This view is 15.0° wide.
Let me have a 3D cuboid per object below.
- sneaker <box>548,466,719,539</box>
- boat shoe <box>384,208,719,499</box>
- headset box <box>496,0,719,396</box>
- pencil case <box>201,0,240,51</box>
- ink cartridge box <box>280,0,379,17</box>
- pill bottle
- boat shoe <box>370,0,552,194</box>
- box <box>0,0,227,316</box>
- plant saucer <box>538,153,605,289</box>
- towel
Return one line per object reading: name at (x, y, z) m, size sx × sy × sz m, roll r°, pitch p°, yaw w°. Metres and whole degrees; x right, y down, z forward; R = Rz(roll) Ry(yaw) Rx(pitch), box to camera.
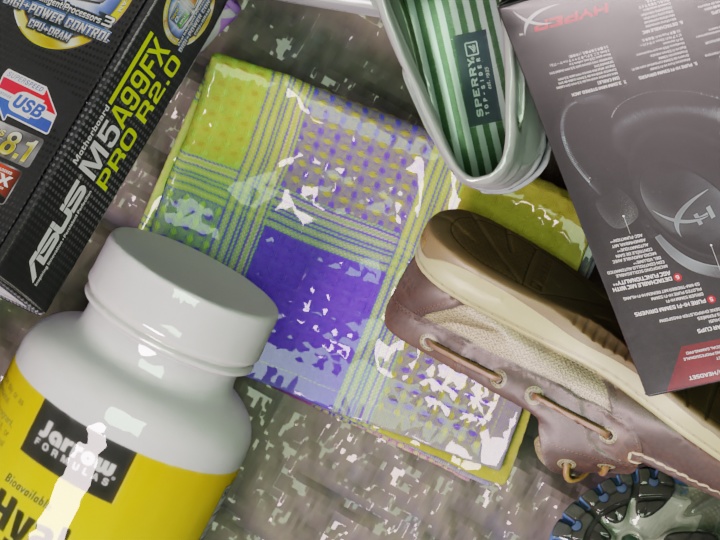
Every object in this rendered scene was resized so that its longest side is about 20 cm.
sneaker at (0.171, 0.104, 1.235) m, size 0.199 × 0.085 × 0.077 m, roll -21°, pitch 69°, yaw -10°
boat shoe at (0.100, 0.055, 1.181) m, size 0.199 × 0.072 × 0.072 m, roll 32°, pitch 115°, yaw 1°
headset box at (0.163, -0.047, 1.095) m, size 0.148 × 0.077 × 0.201 m, roll -14°, pitch 112°, yaw 27°
pencil case at (-0.144, -0.081, 1.196) m, size 0.200 × 0.085 × 0.084 m, roll -44°, pitch 90°, yaw 1°
ink cartridge box at (0.033, -0.207, 1.177) m, size 0.145 × 0.083 × 0.201 m, roll 9°, pitch 95°, yaw 10°
pill bottle at (-0.115, 0.087, 1.190) m, size 0.111 × 0.111 × 0.201 m, roll 26°, pitch 101°, yaw -4°
boat shoe at (0.036, -0.129, 1.105) m, size 0.073 × 0.067 × 0.201 m, roll -20°, pitch 91°, yaw 11°
box at (-0.172, -0.089, 1.141) m, size 0.199 × 0.044 × 0.161 m, roll 24°, pitch 79°, yaw 33°
plant saucer at (0.175, -0.053, 1.237) m, size 0.199 × 0.034 × 0.202 m, roll 0°, pitch 95°, yaw -2°
towel at (0.000, 0.000, 1.222) m, size 0.199 × 0.023 × 0.144 m, roll 24°, pitch 108°, yaw -1°
